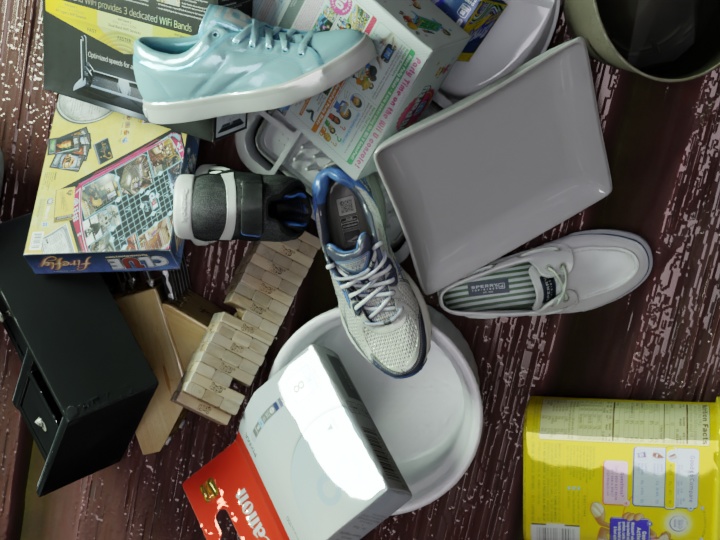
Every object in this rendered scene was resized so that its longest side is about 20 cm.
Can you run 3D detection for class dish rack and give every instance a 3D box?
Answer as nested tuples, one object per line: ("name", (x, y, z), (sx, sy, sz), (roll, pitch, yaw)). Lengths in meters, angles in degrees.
("dish rack", (0.000, -0.119, 1.334), (0.200, 0.044, 0.172), (39, 115, 11))

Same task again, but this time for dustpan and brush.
("dustpan and brush", (0.092, -0.175, 1.328), (0.139, 0.057, 0.201), (20, 100, 17))

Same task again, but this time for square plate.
("square plate", (0.116, -0.089, 1.273), (0.200, 0.028, 0.198), (-29, 140, -5))

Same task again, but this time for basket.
("basket", (0.235, -0.232, 1.195), (0.136, 0.200, 0.181), (10, 91, -2))

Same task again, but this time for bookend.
("bookend", (-0.291, 0.077, 1.390), (0.200, 0.092, 0.199), (60, 150, 15))

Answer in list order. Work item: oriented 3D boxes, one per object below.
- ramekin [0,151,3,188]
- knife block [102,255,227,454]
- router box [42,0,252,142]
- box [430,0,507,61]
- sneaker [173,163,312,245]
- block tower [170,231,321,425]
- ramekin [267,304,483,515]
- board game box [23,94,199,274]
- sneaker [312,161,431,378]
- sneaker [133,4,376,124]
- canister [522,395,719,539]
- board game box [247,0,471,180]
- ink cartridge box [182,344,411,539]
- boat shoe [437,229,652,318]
("ramekin", (-0.403, -0.048, 1.360), (0.097, 0.201, 0.201), (18, 106, -2))
("knife block", (-0.220, 0.051, 1.424), (0.175, 0.064, 0.200), (29, 107, 3))
("router box", (-0.188, -0.214, 1.284), (0.200, 0.052, 0.158), (20, 119, 28))
("box", (0.026, -0.263, 1.277), (0.200, 0.070, 0.064), (40, 110, 16))
("sneaker", (-0.096, -0.053, 1.312), (0.111, 0.200, 0.073), (3, 97, 2))
("block tower", (-0.102, 0.041, 1.361), (0.058, 0.054, 0.200), (27, 79, -13))
("ramekin", (0.018, 0.118, 1.381), (0.200, 0.098, 0.201), (2, 103, 10))
("board game box", (-0.218, -0.091, 1.338), (0.135, 0.201, 0.035), (-2, 148, 11))
("sneaker", (0.000, 0.000, 1.272), (0.077, 0.085, 0.201), (-23, 84, 10))
("sneaker", (-0.090, -0.174, 1.177), (0.199, 0.074, 0.082), (-12, 118, 11))
("canister", (0.252, 0.188, 1.363), (0.199, 0.087, 0.149), (1, 103, 11))
("board game box", (-0.026, -0.198, 1.248), (0.200, 0.064, 0.148), (44, 129, 15))
("ink cartridge box", (-0.070, 0.187, 1.294), (0.200, 0.047, 0.160), (-40, 56, 15))
("boat shoe", (0.167, 0.014, 1.346), (0.199, 0.067, 0.074), (-15, 101, 13))
